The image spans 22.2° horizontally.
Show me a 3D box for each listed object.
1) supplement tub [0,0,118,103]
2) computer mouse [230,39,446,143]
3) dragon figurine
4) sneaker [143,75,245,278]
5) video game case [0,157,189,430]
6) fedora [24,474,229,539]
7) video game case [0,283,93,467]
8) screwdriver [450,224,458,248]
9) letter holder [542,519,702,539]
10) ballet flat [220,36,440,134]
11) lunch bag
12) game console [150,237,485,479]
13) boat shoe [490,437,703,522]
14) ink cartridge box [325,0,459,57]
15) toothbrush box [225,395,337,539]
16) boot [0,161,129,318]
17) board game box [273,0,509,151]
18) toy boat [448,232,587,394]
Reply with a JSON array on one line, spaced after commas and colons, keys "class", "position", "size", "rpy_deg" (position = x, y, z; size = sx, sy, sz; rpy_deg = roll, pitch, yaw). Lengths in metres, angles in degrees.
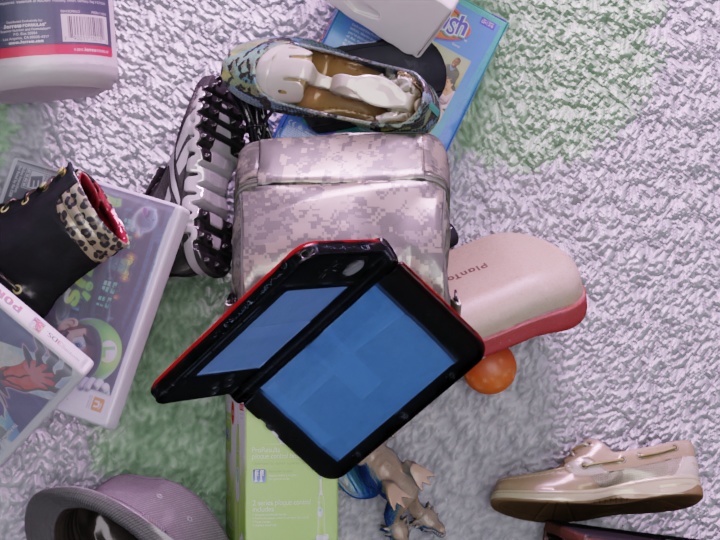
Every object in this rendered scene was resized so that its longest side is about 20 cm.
[{"class": "supplement tub", "position": [-0.286, -0.252, 1.590], "size": [0.139, 0.140, 0.202], "rpy_deg": [-4, 89, -11]}, {"class": "computer mouse", "position": [-0.011, -0.136, 1.640], "size": [0.199, 0.046, 0.141], "rpy_deg": [-9, 88, -9]}, {"class": "dragon figurine", "position": [0.008, 0.173, 1.662], "size": [0.059, 0.099, 0.200], "rpy_deg": [-40, 90, -23]}, {"class": "sneaker", "position": [-0.156, -0.081, 1.644], "size": [0.066, 0.090, 0.201], "rpy_deg": [29, 56, -47]}, {"class": "video game case", "position": [-0.259, 0.017, 1.600], "size": [0.181, 0.023, 0.201], "rpy_deg": [17, 84, 23]}, {"class": "fedora", "position": [-0.188, 0.240, 1.602], "size": [0.199, 0.178, 0.090], "rpy_deg": [26, 46, 20]}, {"class": "video game case", "position": [-0.340, 0.071, 1.554], "size": [0.182, 0.200, 0.023], "rpy_deg": [40, 44, -7]}, {"class": "screwdriver", "position": [0.000, 0.000, 1.689], "size": [0.199, 0.029, 0.028], "rpy_deg": [-22, 92, -16]}, {"class": "letter holder", "position": [0.268, 0.318, 1.689], "size": [0.199, 0.101, 0.143], "rpy_deg": [10, 88, -16]}, {"class": "ballet flat", "position": [-0.027, -0.165, 1.589], "size": [0.199, 0.074, 0.075], "rpy_deg": [11, 86, 4]}, {"class": "lunch bag", "position": [-0.017, -0.016, 1.564], "size": [0.198, 0.168, 0.140], "rpy_deg": [0, 133, -1]}, {"class": "game console", "position": [-0.034, 0.078, 1.449], "size": [0.200, 0.172, 0.119], "rpy_deg": [-43, 70, 27]}, {"class": "boat shoe", "position": [0.218, 0.193, 1.710], "size": [0.198, 0.072, 0.065], "rpy_deg": [-4, 67, -2]}, {"class": "ink cartridge box", "position": [0.044, -0.315, 1.645], "size": [0.144, 0.084, 0.201], "rpy_deg": [32, 57, -8]}, {"class": "toothbrush box", "position": [-0.071, 0.161, 1.615], "size": [0.085, 0.146, 0.202], "rpy_deg": [1, 89, -11]}, {"class": "boot", "position": [-0.302, -0.052, 1.578], "size": [0.153, 0.073, 0.204], "rpy_deg": [-37, 76, 12]}, {"class": "board game box", "position": [0.027, -0.174, 1.695], "size": [0.151, 0.045, 0.201], "rpy_deg": [27, 84, -8]}, {"class": "toy boat", "position": [0.113, 0.055, 1.680], "size": [0.199, 0.131, 0.131], "rpy_deg": [-21, 122, -10]}]
